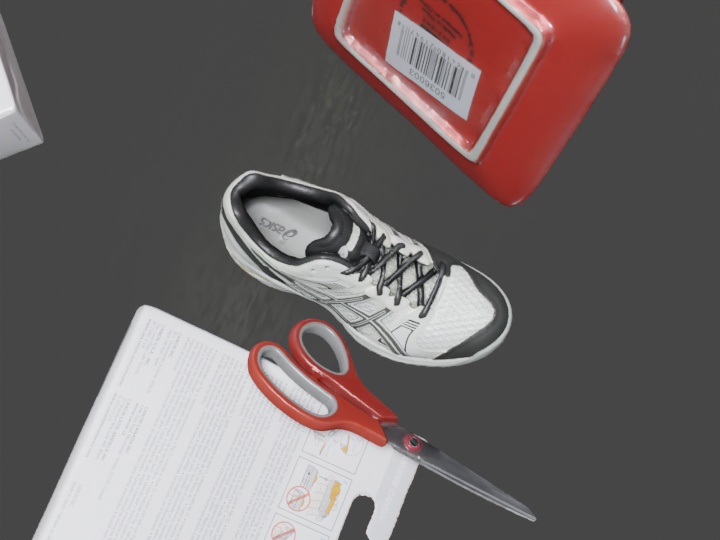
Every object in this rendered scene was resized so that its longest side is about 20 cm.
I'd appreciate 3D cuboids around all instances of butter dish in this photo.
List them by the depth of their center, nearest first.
[{"bbox_3d":[0.088,-0.180,0.750,0.200,0.200,0.148,43,58,10],"label":"butter dish"}]

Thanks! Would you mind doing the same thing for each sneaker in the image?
[{"bbox_3d":[0.000,0.000,0.740,0.198,0.088,0.076,21,76,5],"label":"sneaker"}]

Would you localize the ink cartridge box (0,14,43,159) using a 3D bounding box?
[{"bbox_3d":[-0.325,-0.109,0.788,0.198,0.067,0.118,-21,78,-4],"label":"ink cartridge box"}]

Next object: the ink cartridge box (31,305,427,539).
[{"bbox_3d":[-0.079,0.136,0.741,0.198,0.050,0.162,26,78,-11],"label":"ink cartridge box"}]

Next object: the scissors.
[{"bbox_3d":[0.017,0.105,0.731,0.200,0.014,0.073,42,44,5],"label":"scissors"}]
